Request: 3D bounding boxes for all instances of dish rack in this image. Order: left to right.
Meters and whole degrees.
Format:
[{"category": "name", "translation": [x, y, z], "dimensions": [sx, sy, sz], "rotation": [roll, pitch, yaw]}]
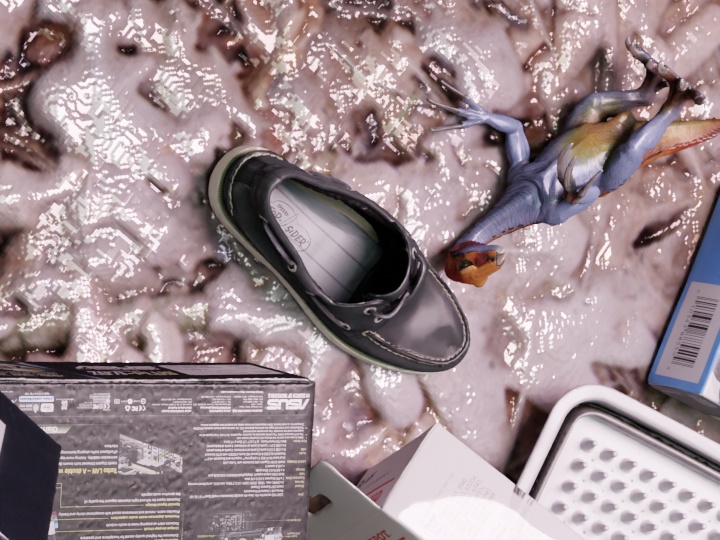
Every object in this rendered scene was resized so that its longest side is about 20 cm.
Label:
[{"category": "dish rack", "translation": [0.158, 0.188, 1.565], "dimensions": [0.171, 0.044, 0.200], "rotation": [27, 80, -9]}]

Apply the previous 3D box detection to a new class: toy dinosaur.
[{"category": "toy dinosaur", "translation": [0.133, -0.050, 1.531], "dimensions": [0.200, 0.105, 0.182], "rotation": [34, 98, -39]}]

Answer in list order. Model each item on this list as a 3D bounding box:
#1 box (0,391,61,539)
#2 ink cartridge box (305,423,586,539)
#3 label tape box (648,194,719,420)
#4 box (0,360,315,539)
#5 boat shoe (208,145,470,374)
[{"category": "box", "translation": [-0.273, 0.122, 1.246], "dimensions": [0.200, 0.107, 0.148], "rotation": [-35, 116, 21]}, {"category": "ink cartridge box", "translation": [0.053, 0.160, 1.459], "dimensions": [0.200, 0.116, 0.068], "rotation": [38, 63, -6]}, {"category": "label tape box", "translation": [0.300, 0.048, 1.641], "dimensions": [0.200, 0.066, 0.143], "rotation": [26, 82, -27]}, {"category": "box", "translation": [-0.134, 0.135, 1.391], "dimensions": [0.200, 0.086, 0.164], "rotation": [1, 94, -29]}, {"category": "boat shoe", "translation": [0.001, -0.002, 1.467], "dimensions": [0.199, 0.066, 0.075], "rotation": [45, 73, -25]}]
